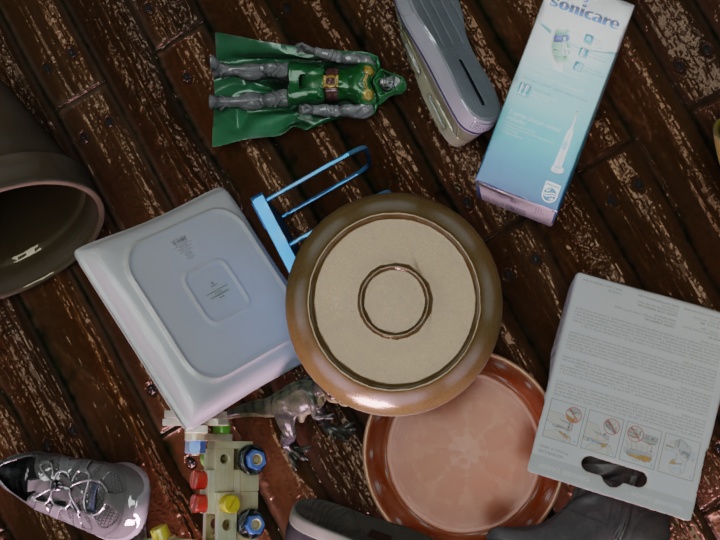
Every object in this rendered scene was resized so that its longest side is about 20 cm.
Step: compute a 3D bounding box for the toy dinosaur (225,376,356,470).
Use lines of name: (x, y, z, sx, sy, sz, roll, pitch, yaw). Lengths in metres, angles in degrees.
toy dinosaur: (-0.062, 0.144, 1.332, 0.199, 0.048, 0.088, -21, 120, 40)

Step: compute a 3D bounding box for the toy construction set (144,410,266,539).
toy construction set: (-0.154, 0.219, 1.309, 0.130, 0.092, 0.203, 4, 96, -30)

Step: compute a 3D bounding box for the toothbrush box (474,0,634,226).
toothbrush box: (0.181, -0.155, 1.286, 0.084, 0.146, 0.202, 22, 90, 7)

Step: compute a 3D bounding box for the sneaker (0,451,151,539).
sneaker: (-0.279, 0.215, 1.304, 0.198, 0.081, 0.076, 0, 79, 41)

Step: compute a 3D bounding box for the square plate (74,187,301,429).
square plate: (-0.144, 0.026, 1.305, 0.199, 0.199, 0.028, 56, 136, 6)

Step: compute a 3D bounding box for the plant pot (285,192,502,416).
plant pot: (0.030, 0.028, 1.220, 0.197, 0.027, 0.203, 0, 84, 1)

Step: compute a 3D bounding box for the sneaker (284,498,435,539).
sneaker: (0.015, 0.302, 1.305, 0.198, 0.075, 0.108, 21, 111, 21)

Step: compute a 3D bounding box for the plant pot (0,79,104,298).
plant pot: (-0.373, -0.094, 1.340, 0.198, 0.200, 0.175, -29, 67, 4)

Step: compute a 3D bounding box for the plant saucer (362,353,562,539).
plant saucer: (0.101, 0.178, 1.333, 0.197, 0.032, 0.204, 0, 88, 6)

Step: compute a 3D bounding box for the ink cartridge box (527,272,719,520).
ink cartridge box: (0.254, 0.118, 1.288, 0.160, 0.057, 0.203, 16, 77, 6)

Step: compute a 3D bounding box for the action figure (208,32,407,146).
action figure: (-0.052, -0.186, 1.364, 0.197, 0.055, 0.120, -1, 84, 2)

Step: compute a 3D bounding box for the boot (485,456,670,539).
boot: (0.208, 0.215, 1.287, 0.197, 0.070, 0.134, 7, 85, -22)

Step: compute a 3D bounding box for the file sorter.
file sorter: (0.000, 0.000, 1.303, 0.122, 0.139, 0.202, -28, 84, 1)

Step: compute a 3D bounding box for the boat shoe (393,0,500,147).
boat shoe: (0.070, -0.216, 1.343, 0.062, 0.071, 0.202, -39, 66, 46)

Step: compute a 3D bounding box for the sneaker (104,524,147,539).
sneaker: (-0.286, 0.321, 1.347, 0.144, 0.077, 0.206, 4, 88, 4)

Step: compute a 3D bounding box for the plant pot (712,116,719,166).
plant pot: (0.426, -0.068, 1.247, 0.197, 0.200, 0.144, -6, 111, 6)
